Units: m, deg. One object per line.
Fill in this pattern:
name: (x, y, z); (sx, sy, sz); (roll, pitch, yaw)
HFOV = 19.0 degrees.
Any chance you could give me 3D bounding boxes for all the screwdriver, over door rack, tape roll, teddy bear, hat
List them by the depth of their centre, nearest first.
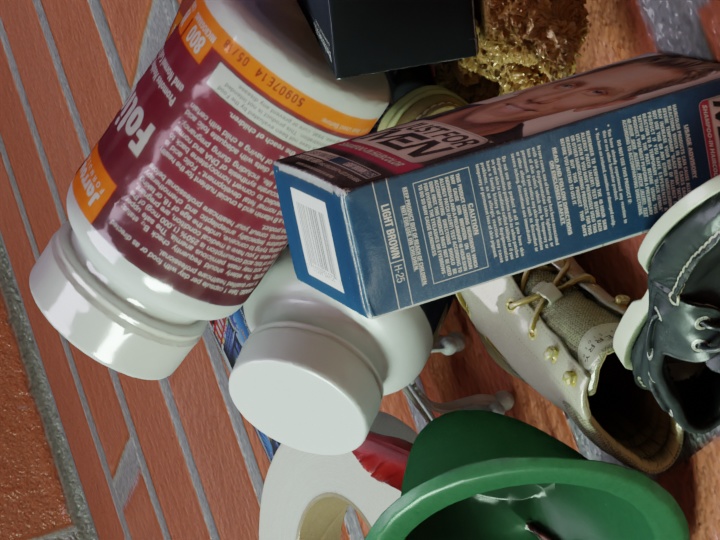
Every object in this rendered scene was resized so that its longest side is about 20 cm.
teddy bear: (0.075, -0.140, 1.120); (0.200, 0.066, 0.146); (104, 152, -71)
hat: (0.068, 0.090, 1.178); (0.167, 0.198, 0.177); (88, 178, -46)
screwdriver: (0.022, -0.137, 1.254); (0.200, 0.028, 0.029); (-100, 25, -65)
tape roll: (0.003, 0.188, 1.330); (0.202, 0.037, 0.205); (14, 107, 55)
over door rack: (0.073, 0.113, 1.351); (0.148, 0.066, 0.201); (54, 168, 50)

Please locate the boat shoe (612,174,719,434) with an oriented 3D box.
boat shoe: (0.159, 0.019, 0.954); (0.200, 0.074, 0.066); (107, 141, -62)

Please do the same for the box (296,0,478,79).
box: (-0.003, -0.202, 1.087); (0.200, 0.078, 0.142); (-114, 14, -61)

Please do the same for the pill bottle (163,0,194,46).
pill bottle: (-0.054, -0.144, 1.290); (0.201, 0.111, 0.112); (-65, 33, 18)

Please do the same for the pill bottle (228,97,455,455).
pill bottle: (0.000, 0.000, 1.213); (0.111, 0.110, 0.201); (99, -167, -55)

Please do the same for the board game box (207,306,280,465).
board game box: (-0.052, 0.026, 1.391); (0.201, 0.061, 0.200); (64, 164, 16)

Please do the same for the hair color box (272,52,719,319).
hair color box: (0.071, -0.042, 0.962); (0.100, 0.198, 0.061); (-153, 49, -67)

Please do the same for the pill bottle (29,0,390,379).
pill bottle: (-0.083, -0.048, 1.135); (0.201, 0.114, 0.114); (-53, 42, 18)

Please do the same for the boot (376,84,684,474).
boot: (0.091, 0.005, 1.112); (0.201, 0.072, 0.155); (60, 172, -32)
